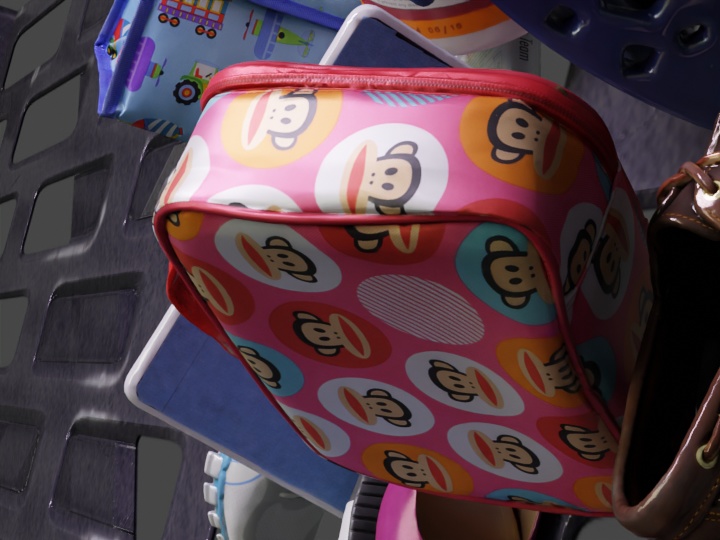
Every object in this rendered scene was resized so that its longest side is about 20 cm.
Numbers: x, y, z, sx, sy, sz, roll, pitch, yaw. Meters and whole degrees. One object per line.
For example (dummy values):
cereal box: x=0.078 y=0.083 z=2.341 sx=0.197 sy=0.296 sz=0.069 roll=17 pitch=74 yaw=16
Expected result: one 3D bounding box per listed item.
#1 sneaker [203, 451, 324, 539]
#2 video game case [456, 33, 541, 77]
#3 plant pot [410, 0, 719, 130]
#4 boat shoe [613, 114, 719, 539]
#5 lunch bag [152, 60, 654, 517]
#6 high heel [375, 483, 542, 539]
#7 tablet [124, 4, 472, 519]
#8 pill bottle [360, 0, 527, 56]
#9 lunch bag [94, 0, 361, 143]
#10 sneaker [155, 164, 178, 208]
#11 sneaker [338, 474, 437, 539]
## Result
sneaker: x=-0.022 y=0.078 z=1.059 sx=0.087 sy=0.075 sz=0.201 roll=28 pitch=116 yaw=40
video game case: x=0.042 y=-0.104 z=1.093 sx=0.200 sy=0.024 sz=0.183 roll=128 pitch=152 yaw=-50
plant pot: x=0.085 y=-0.194 z=0.761 sx=0.200 sy=0.179 sz=0.200 roll=-62 pitch=32 yaw=29
boat shoe: x=0.128 y=-0.004 z=0.665 sx=0.070 sy=0.070 sz=0.201 roll=148 pitch=136 yaw=-63
lunch bag: x=0.015 y=0.011 z=0.732 sx=0.200 sy=0.175 sz=0.082 roll=61 pitch=-140 yaw=-51
high heel: x=0.054 y=0.071 z=0.829 sx=0.096 sy=0.067 sz=0.201 roll=125 pitch=159 yaw=-68
tablet: x=0.000 y=0.000 z=0.896 sx=0.200 sy=0.130 sz=0.014 roll=-58 pitch=19 yaw=5
pill bottle: x=0.026 y=-0.206 z=0.930 sx=0.113 sy=0.113 sz=0.200 roll=-99 pitch=-13 yaw=-52
lunch bag: x=-0.040 y=-0.164 z=1.107 sx=0.094 sy=0.150 sz=0.201 roll=-105 pitch=36 yaw=-58
sneaker: x=-0.017 y=0.018 z=0.942 sx=0.075 sy=0.200 sz=0.076 roll=-47 pitch=35 yaw=-9
sneaker: x=0.007 y=0.162 z=0.887 sx=0.088 sy=0.074 sz=0.201 roll=-35 pitch=42 yaw=59
